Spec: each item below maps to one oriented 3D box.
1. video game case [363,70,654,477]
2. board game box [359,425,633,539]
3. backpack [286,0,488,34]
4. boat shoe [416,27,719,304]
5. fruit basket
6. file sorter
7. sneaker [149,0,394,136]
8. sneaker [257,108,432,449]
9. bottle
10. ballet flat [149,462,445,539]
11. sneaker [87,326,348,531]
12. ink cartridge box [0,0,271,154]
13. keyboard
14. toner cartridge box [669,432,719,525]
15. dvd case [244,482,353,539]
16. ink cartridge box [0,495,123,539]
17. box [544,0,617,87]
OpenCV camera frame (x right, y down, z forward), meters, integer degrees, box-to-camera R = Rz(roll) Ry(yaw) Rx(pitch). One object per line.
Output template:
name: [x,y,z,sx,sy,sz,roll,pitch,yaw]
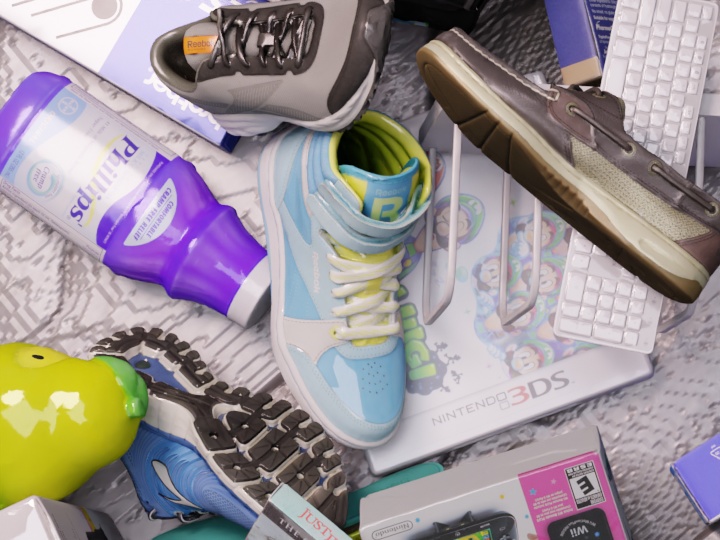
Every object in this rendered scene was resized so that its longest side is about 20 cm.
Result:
video game case: [0.060,0.001,1.692,0.182,0.024,0.200,-20,81,3]
board game box: [0.098,0.209,1.614,0.147,0.064,0.200,-18,102,4]
backpack: [-0.025,-0.224,1.579,0.200,0.163,0.154,-5,51,-16]
boat shoe: [0.120,-0.067,1.506,0.201,0.072,0.066,42,80,2]
fruit basket: [-0.230,0.091,1.623,0.216,0.216,0.156,-42,81,0]
file sorter: [0.139,-0.031,1.609,0.200,0.139,0.125,2,81,-5]
sneaker: [-0.051,-0.120,1.588,0.079,0.200,0.074,21,73,-32]
sneaker: [0.000,0.000,1.615,0.079,0.131,0.200,-11,83,-26]
bottle: [-0.137,-0.038,1.697,0.200,0.065,0.084,35,87,9]
ballet flat: [-0.030,0.173,1.666,0.200,0.067,0.067,-16,113,3]
sneaker: [-0.085,0.115,1.655,0.078,0.089,0.200,-25,47,-37]
ink cartridge box: [-0.144,-0.163,1.724,0.200,0.044,0.094,31,89,8]
keyboard: [0.152,-0.056,1.539,0.056,0.011,0.200,12,84,-4]
toner cartridge box: [0.275,0.078,1.624,0.200,0.095,0.043,-33,81,2]
dvd case: [-0.026,0.225,1.606,0.146,0.200,0.022,40,46,8]
ink cartridge box: [-0.212,0.200,1.610,0.147,0.200,0.086,-26,81,2]
box: [0.143,-0.205,1.661,0.032,0.121,0.200,-16,81,36]
